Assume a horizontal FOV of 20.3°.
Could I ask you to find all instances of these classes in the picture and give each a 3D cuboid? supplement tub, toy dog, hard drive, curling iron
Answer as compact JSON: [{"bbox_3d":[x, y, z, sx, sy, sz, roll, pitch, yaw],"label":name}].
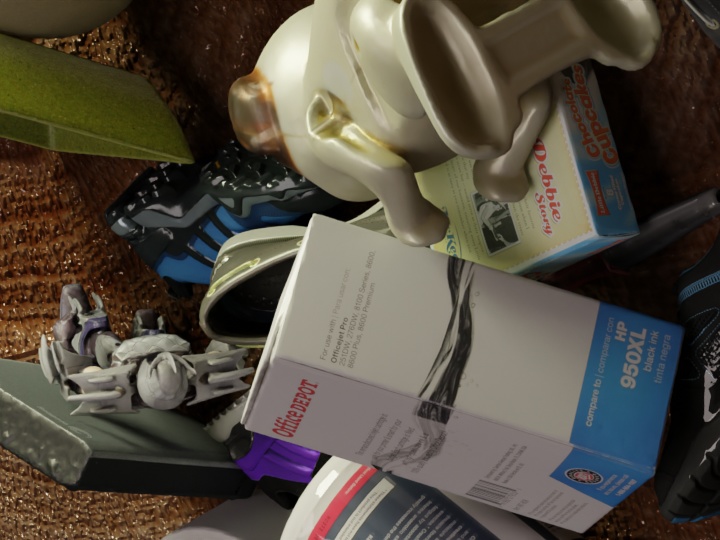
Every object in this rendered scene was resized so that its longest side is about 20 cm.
[{"bbox_3d":[0.062,0.189,1.151,0.200,0.140,0.141,37,130,26],"label":"supplement tub"},{"bbox_3d":[0.011,-0.103,0.979,0.194,0.139,0.200,49,149,-2],"label":"toy dog"},{"bbox_3d":[-0.168,0.100,1.275,0.139,0.200,0.033,28,96,28],"label":"hard drive"},{"bbox_3d":[0.125,-0.005,1.057,0.200,0.049,0.026,-25,88,52],"label":"curling iron"}]

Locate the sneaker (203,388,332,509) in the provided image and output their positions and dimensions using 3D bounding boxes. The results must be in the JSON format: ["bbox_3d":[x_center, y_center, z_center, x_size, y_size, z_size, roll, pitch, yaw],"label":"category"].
[{"bbox_3d":[-0.011,0.093,1.235,0.100,0.069,0.200,56,141,2],"label":"sneaker"}]

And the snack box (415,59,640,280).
[{"bbox_3d":[0.069,-0.094,1.055,0.116,0.037,0.201,-26,74,46],"label":"snack box"}]

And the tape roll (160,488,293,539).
[{"bbox_3d":[-0.058,0.250,1.342,0.202,0.071,0.204,20,122,36],"label":"tape roll"}]

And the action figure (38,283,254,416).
[{"bbox_3d":[-0.141,0.052,1.266,0.200,0.129,0.070,-166,80,-71],"label":"action figure"}]

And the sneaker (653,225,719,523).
[{"bbox_3d":[0.194,0.042,1.025,0.082,0.073,0.201,50,133,40],"label":"sneaker"}]

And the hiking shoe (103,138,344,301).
[{"bbox_3d":[-0.066,-0.035,1.235,0.199,0.074,0.087,-10,124,46],"label":"hiking shoe"}]

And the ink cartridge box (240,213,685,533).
[{"bbox_3d":[0.048,0.057,1.042,0.199,0.085,0.145,17,159,-4],"label":"ink cartridge box"}]

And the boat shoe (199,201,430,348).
[{"bbox_3d":[0.001,0.003,1.141,0.201,0.060,0.072,-11,119,24],"label":"boat shoe"}]

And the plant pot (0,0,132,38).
[{"bbox_3d":[-0.191,-0.216,1.195,0.200,0.200,0.135,30,159,30],"label":"plant pot"}]

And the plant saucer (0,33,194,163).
[{"bbox_3d":[-0.227,-0.115,1.248,0.199,0.199,0.048,9,86,55],"label":"plant saucer"}]

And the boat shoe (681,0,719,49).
[{"bbox_3d":[0.138,-0.161,0.918,0.200,0.072,0.067,34,148,-23],"label":"boat shoe"}]
